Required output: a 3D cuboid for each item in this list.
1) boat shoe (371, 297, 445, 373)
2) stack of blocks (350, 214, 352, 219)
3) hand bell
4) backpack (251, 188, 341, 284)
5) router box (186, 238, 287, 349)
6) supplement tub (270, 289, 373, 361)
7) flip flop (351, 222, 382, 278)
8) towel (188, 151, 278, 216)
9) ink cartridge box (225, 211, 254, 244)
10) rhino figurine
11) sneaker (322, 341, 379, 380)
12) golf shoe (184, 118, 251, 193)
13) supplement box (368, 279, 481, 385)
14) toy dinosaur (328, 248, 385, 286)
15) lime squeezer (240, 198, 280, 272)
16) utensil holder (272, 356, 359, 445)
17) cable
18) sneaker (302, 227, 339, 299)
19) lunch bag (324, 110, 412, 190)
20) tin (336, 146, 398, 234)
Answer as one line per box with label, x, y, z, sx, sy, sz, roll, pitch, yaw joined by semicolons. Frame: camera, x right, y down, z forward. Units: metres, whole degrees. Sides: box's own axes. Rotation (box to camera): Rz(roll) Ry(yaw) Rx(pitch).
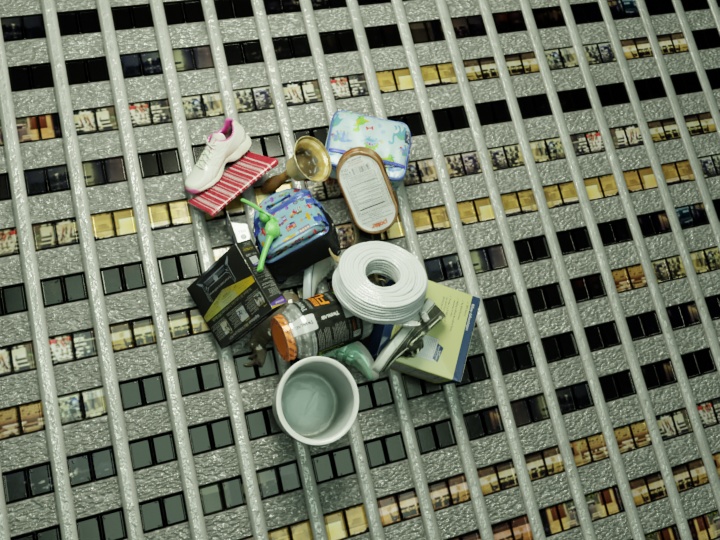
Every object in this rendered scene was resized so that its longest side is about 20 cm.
boat shoe;0.105;0.148;1.409;0.064;0.071;0.200;42;72;2
stack of blocks;0.025;-0.226;1.604;0.113;0.059;0.203;-2;67;-12
hand bell;-0.167;-0.217;1.516;0.103;0.199;0.106;16;65;-39
backpack;-0.155;-0.103;1.486;0.181;0.135;0.202;-26;54;3
router box;-0.267;0.053;1.430;0.052;0.199;0.159;-23;80;-54
supplement tub;-0.082;0.113;1.415;0.198;0.122;0.124;-19;81;-26
flip flop;0.009;-0.066;1.589;0.080;0.058;0.203;6;61;-15
towel;-0.288;-0.199;1.520;0.200;0.144;0.023;-43;124;-17
ink cartridge box;-0.253;-0.032;1.499;0.039;0.099;0.203;-19;83;-15
rhino figurine;-0.191;0.135;1.487;0.087;0.060;0.200;43;89;-11
sneaker;-0.056;0.194;1.493;0.118;0.074;0.200;-38;71;-22
golf shoe;-0.339;-0.266;1.532;0.075;0.092;0.201;26;67;29
supplement box;0.141;0.136;1.525;0.197;0.134;0.203;19;75;-7
toy dinosaur;0.000;0.000;1.503;0.198;0.058;0.103;4;85;-33
lime squeezer;-0.202;-0.092;1.398;0.037;0.071;0.202;20;39;-43
utensil holder;-0.103;0.277;1.407;0.167;0.200;0.173;3;77;-12
cable;0.042;0.024;1.390;0.197;0.070;0.202;1;46;-14
sneaker;-0.090;-0.017;1.542;0.070;0.073;0.203;11;74;-2
lunch bag;0.016;-0.274;1.548;0.197;0.083;0.163;14;68;-4
tin;0.015;-0.176;1.494;0.111;0.042;0.202;-18;114;13
